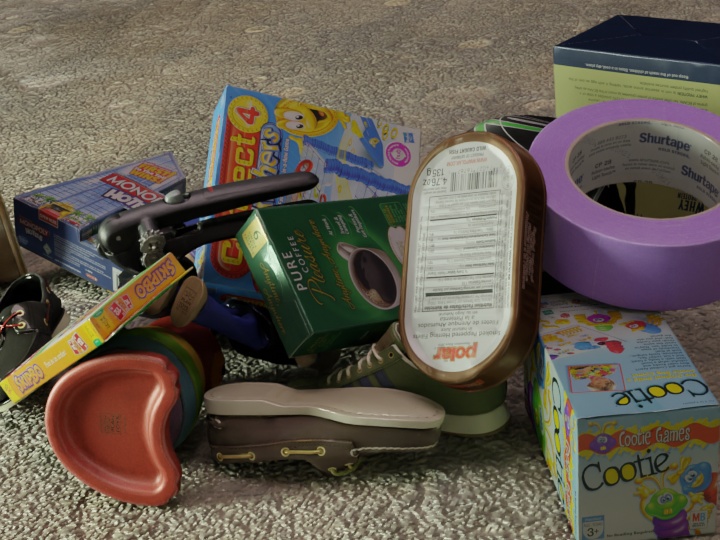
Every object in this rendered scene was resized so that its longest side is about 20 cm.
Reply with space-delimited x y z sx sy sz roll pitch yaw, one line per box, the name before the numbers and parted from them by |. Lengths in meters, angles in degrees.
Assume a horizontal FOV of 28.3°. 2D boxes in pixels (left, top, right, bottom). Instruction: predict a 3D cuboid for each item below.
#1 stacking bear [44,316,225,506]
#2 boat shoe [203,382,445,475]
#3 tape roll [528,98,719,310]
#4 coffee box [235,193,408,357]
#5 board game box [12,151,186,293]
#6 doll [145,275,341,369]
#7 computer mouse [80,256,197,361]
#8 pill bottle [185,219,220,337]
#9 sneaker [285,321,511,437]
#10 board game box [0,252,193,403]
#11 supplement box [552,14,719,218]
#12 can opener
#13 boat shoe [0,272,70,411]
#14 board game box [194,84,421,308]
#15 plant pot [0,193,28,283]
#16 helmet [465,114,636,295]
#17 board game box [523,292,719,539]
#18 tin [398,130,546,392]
stacking bear | -0.172 0.095 1.184 0.112 0.123 0.200 4 16 11
boat shoe | -0.029 0.127 1.124 0.197 0.061 0.072 2 11 15
tape roll | 0.231 -0.057 1.150 0.197 0.066 0.202 0 40 0
coffee box | 0.000 0.000 1.213 0.198 0.124 0.044 -9 -25 -42
board game box | -0.234 -0.056 1.545 0.198 0.062 0.199 24 36 28
doll | -0.086 0.051 1.213 0.135 0.049 0.199 20 -2 43
computer mouse | -0.210 0.042 1.282 0.058 0.200 0.034 21 50 -30
pill bottle | -0.107 -0.022 1.374 0.199 0.113 0.111 -33 33 -26
sneaker | 0.025 0.082 1.173 0.197 0.091 0.067 0 25 16
board game box | -0.212 0.045 1.135 0.199 0.030 0.095 -26 14 49
supplement box | 0.317 -0.141 1.466 0.198 0.203 0.134 14 30 39
can opener | -0.127 -0.048 1.205 0.197 0.064 0.079 -17 40 -10
boat shoe | -0.315 0.065 1.313 0.073 0.064 0.202 -29 21 8
board game box | -0.047 -0.052 1.310 0.193 0.203 0.056 11 -25 -16
plant pot | -0.475 -0.050 1.497 0.196 0.203 0.200 -21 26 -15
helmet | 0.152 -0.052 1.329 0.189 0.203 0.200 16 31 29
board game box | 0.189 0.103 1.066 0.103 0.105 0.201 -5 23 -2
tin | 0.084 -0.009 1.102 0.111 0.203 0.042 -6 -16 37
